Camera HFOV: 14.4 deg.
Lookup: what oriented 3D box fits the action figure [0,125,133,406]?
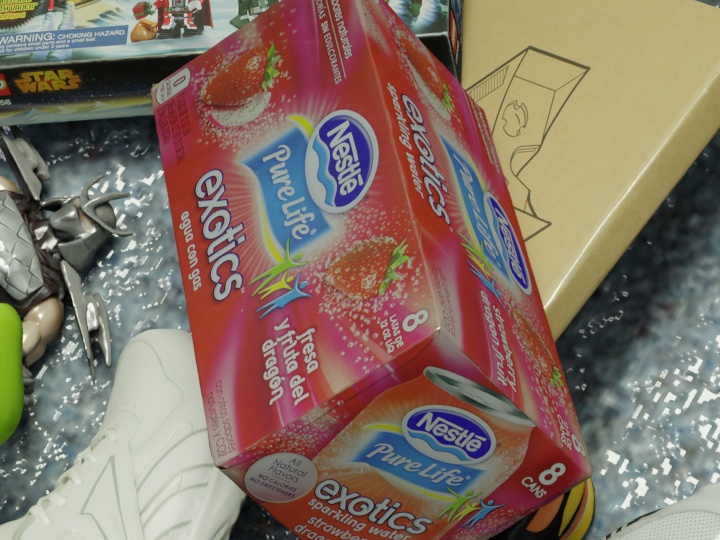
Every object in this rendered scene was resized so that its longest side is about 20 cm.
[{"bbox_3d":[-0.182,0.010,1.135,0.199,0.069,0.131,-23,60,-4],"label":"action figure"}]

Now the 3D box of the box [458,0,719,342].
[{"bbox_3d":[0.046,-0.032,1.093,0.200,0.021,0.163,-51,38,-10],"label":"box"}]

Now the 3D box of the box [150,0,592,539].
[{"bbox_3d":[0.000,0.000,1.005,0.095,0.100,0.201,-32,41,17],"label":"box"}]

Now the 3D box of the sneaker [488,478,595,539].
[{"bbox_3d":[0.000,0.120,1.054,0.200,0.090,0.070,-40,70,-6],"label":"sneaker"}]

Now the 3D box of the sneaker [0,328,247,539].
[{"bbox_3d":[-0.098,0.099,1.053,0.099,0.078,0.201,17,50,-18],"label":"sneaker"}]

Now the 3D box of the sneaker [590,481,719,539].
[{"bbox_3d":[0.074,0.141,1.021,0.200,0.115,0.075,-37,71,-5],"label":"sneaker"}]

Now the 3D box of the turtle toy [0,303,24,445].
[{"bbox_3d":[-0.193,0.087,1.016,0.101,0.146,0.201,27,92,5],"label":"turtle toy"}]

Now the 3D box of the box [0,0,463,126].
[{"bbox_3d":[-0.057,-0.128,1.156,0.199,0.040,0.137,-4,52,9],"label":"box"}]
